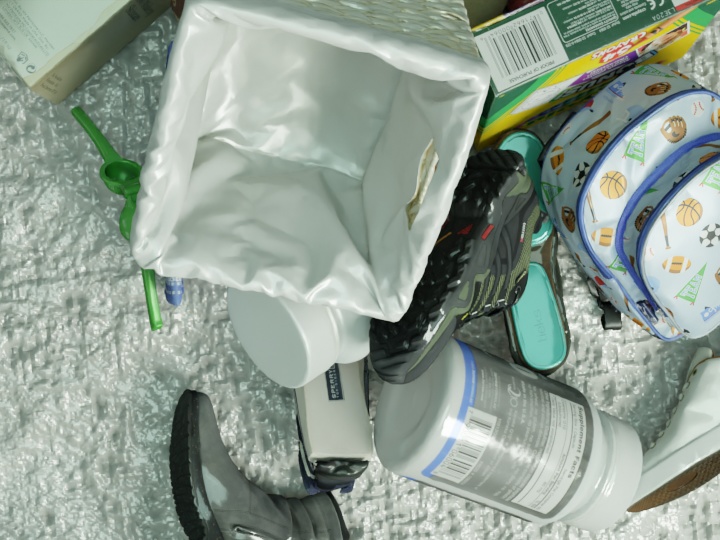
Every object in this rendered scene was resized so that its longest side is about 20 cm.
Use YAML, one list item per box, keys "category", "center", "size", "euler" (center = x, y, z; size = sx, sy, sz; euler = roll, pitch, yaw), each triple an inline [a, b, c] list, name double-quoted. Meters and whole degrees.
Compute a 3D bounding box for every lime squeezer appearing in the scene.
- category: "lime squeezer"
  center: [-0.188, -0.056, 1.112]
  size: [0.037, 0.071, 0.202]
  euler: [-20, 81, -13]

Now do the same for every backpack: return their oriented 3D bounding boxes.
- category: "backpack"
  center: [0.239, -0.056, 1.069]
  size: [0.200, 0.154, 0.190]
  euler: [-48, 117, -1]

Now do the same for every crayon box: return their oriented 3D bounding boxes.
- category: "crayon box"
  center: [0.176, -0.175, 1.070]
  size: [0.198, 0.173, 0.059]
  euler: [-24, 81, -3]

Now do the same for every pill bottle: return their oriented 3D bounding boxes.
- category: "pill bottle"
  center: [0.119, 0.134, 1.084]
  size: [0.198, 0.114, 0.115]
  euler: [23, 90, -25]
- category: "pill bottle"
  center: [0.000, 0.000, 1.065]
  size: [0.199, 0.114, 0.115]
  euler: [-33, 91, -32]

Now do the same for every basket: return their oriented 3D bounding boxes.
- category: "basket"
  center: [-0.039, -0.104, 0.918]
  size: [0.197, 0.162, 0.200]
  euler: [12, 123, -11]

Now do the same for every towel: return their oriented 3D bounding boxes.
- category: "towel"
  center: [-0.144, -0.077, 1.090]
  size: [0.023, 0.145, 0.204]
  euler: [1, 91, -8]

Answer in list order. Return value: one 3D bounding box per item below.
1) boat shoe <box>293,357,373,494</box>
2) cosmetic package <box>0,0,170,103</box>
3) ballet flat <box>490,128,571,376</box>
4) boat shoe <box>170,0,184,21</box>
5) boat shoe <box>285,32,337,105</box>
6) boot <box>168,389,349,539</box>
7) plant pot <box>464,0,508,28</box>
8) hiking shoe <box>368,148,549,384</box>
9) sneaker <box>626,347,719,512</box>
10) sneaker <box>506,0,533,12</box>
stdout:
- category: "boat shoe"
  center: [-0.031, 0.088, 1.132]
  size: [0.073, 0.093, 0.203]
  euler: [3, 61, -9]
- category: "cosmetic package"
  center: [-0.204, -0.231, 1.106]
  size: [0.199, 0.104, 0.073]
  euler: [-40, 90, 1]
- category: "ballet flat"
  center: [0.131, -0.014, 1.130]
  size: [0.067, 0.068, 0.204]
  euler: [-5, 90, -2]
- category: "boat shoe"
  center: [-0.117, -0.209, 1.036]
  size: [0.071, 0.072, 0.202]
  euler: [-13, 111, 33]
- category: "boat shoe"
  center: [-0.051, -0.184, 0.994]
  size: [0.070, 0.072, 0.202]
  euler: [-27, 110, 6]
- category: "boot"
  center: [-0.083, 0.194, 1.134]
  size: [0.130, 0.070, 0.203]
  euler: [-4, 71, -23]
- category: "plant pot"
  center: [0.043, -0.234, 1.078]
  size: [0.197, 0.201, 0.137]
  euler: [-9, 110, -1]
- category: "hiking shoe"
  center: [0.084, 0.012, 1.016]
  size: [0.101, 0.075, 0.201]
  euler: [47, 68, -36]
- category: "sneaker"
  center: [0.286, 0.121, 1.145]
  size: [0.199, 0.073, 0.085]
  euler: [-38, 60, 6]
- category: "sneaker"
  center: [0.198, -0.282, 1.124]
  size: [0.198, 0.078, 0.117]
  euler: [-23, 92, -2]
